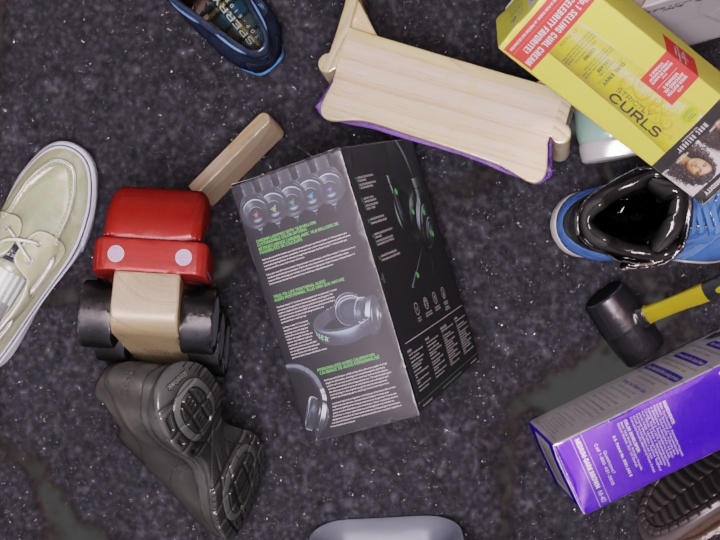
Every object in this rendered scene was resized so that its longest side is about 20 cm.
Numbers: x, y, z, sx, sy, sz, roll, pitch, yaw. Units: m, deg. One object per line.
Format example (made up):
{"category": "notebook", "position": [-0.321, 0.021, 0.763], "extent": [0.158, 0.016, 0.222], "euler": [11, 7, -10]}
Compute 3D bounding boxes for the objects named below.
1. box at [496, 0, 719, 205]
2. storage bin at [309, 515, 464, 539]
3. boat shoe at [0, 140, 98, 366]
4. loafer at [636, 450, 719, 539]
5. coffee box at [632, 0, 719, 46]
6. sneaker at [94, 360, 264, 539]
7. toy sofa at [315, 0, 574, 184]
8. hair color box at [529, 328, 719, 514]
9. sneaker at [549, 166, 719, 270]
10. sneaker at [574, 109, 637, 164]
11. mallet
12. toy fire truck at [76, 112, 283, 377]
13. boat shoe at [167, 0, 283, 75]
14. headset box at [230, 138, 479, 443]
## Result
{"category": "box", "position": [0.192, -0.134, 0.827], "extent": [0.199, 0.050, 0.075], "euler": [34, 121, -18]}
{"category": "storage bin", "position": [0.034, 0.290, 0.897], "extent": [0.143, 0.200, 0.137], "euler": [-3, 103, -2]}
{"category": "boat shoe", "position": [-0.266, -0.007, 0.934], "extent": [0.071, 0.062, 0.203], "euler": [25, 91, -2]}
{"category": "loafer", "position": [0.315, 0.169, 0.951], "extent": [0.199, 0.073, 0.071], "euler": [-36, 115, 8]}
{"category": "coffee box", "position": [0.210, -0.271, 0.898], "extent": [0.112, 0.080, 0.203], "euler": [-14, 69, -1]}
{"category": "sneaker", "position": [-0.136, 0.133, 0.910], "extent": [0.089, 0.202, 0.076], "euler": [9, 48, 28]}
{"category": "toy sofa", "position": [0.069, -0.132, 0.912], "extent": [0.197, 0.083, 0.099], "euler": [17, 89, 10]}
{"category": "hair color box", "position": [0.240, 0.111, 0.930], "extent": [0.198, 0.109, 0.066], "euler": [-27, 93, 0]}
{"category": "sneaker", "position": [0.255, -0.041, 0.924], "extent": [0.196, 0.111, 0.078], "euler": [-1, 92, -2]}
{"category": "sneaker", "position": [0.263, -0.160, 0.934], "extent": [0.197, 0.074, 0.120], "euler": [-10, 91, 6]}
{"category": "mallet", "position": [0.264, 0.026, 0.904], "extent": [0.041, 0.199, 0.066], "euler": [-43, 106, -41]}
{"category": "toy fire truck", "position": [-0.128, -0.030, 0.892], "extent": [0.126, 0.176, 0.204], "euler": [3, 77, -1]}
{"category": "boat shoe", "position": [-0.130, -0.244, 0.928], "extent": [0.199, 0.069, 0.084], "euler": [40, 90, -2]}
{"category": "headset box", "position": [0.000, 0.000, 0.878], "extent": [0.091, 0.174, 0.203], "euler": [-16, 93, 21]}
